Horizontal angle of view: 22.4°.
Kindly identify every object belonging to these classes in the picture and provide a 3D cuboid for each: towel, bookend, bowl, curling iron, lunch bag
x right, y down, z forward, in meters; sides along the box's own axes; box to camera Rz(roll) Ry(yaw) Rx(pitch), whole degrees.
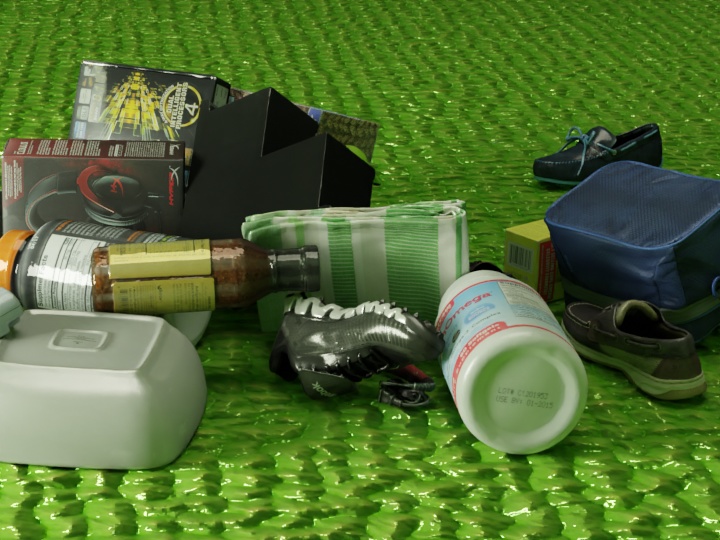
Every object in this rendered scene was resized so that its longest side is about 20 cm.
[{"bbox_3d":[0.000,0.000,1.637,0.198,0.153,0.023,-3,46,4],"label":"towel"},{"bbox_3d":[-0.067,-0.089,1.744,0.198,0.201,0.092,-19,-37,35],"label":"bookend"},{"bbox_3d":[-0.231,0.090,1.504,0.198,0.075,0.200,5,19,3],"label":"bowl"},{"bbox_3d":[0.015,0.079,1.634,0.049,0.026,0.200,-2,18,-19],"label":"curling iron"},{"bbox_3d":[0.289,-0.009,1.758,0.136,0.133,0.199,-34,33,-28],"label":"lunch bag"}]

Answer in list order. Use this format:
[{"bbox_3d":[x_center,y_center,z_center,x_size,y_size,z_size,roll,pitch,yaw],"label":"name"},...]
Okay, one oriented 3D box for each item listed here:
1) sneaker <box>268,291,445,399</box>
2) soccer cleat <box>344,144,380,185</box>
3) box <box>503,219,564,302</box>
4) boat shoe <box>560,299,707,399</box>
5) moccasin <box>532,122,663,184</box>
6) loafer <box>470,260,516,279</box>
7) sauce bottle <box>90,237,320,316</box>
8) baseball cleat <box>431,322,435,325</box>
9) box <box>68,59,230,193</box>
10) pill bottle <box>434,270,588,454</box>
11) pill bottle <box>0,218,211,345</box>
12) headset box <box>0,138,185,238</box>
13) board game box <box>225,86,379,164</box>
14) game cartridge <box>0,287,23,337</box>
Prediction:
[{"bbox_3d":[-0.008,0.073,1.557,0.199,0.091,0.066,6,-26,48],"label":"sneaker"},{"bbox_3d":[-0.026,-0.032,1.808,0.067,0.081,0.201,-6,54,39],"label":"soccer cleat"},{"bbox_3d":[0.232,-0.022,1.887,0.199,0.076,0.050,-13,23,-40],"label":"box"},{"bbox_3d":[0.250,0.058,1.660,0.071,0.065,0.200,-7,20,-21],"label":"boat shoe"},{"bbox_3d":[0.297,-0.152,2.292,0.199,0.069,0.080,-13,23,-37],"label":"moccasin"},{"bbox_3d":[0.131,0.020,1.765,0.071,0.063,0.200,-1,19,-9],"label":"loafer"},{"bbox_3d":[-0.134,0.005,1.581,0.198,0.067,0.066,-1,18,-6],"label":"sauce bottle"},{"bbox_3d":[0.054,-0.009,1.779,0.069,0.107,0.200,7,19,-25],"label":"baseball cleat"},{"bbox_3d":[-0.231,-0.113,1.913,0.160,0.202,0.049,10,-1,21],"label":"box"},{"bbox_3d":[0.121,0.069,1.544,0.108,0.110,0.200,0,18,-7],"label":"pill bottle"},{"bbox_3d":[-0.243,0.010,1.689,0.199,0.107,0.106,9,20,20],"label":"pill bottle"},{"bbox_3d":[-0.273,-0.050,1.800,0.198,0.150,0.075,1,18,-5],"label":"headset box"},{"bbox_3d":[-0.099,-0.104,1.933,0.199,0.161,0.097,18,7,39],"label":"board game box"},{"bbox_3d":[-0.380,0.055,1.542,0.133,0.042,0.200,-28,17,-29],"label":"game cartridge"}]
